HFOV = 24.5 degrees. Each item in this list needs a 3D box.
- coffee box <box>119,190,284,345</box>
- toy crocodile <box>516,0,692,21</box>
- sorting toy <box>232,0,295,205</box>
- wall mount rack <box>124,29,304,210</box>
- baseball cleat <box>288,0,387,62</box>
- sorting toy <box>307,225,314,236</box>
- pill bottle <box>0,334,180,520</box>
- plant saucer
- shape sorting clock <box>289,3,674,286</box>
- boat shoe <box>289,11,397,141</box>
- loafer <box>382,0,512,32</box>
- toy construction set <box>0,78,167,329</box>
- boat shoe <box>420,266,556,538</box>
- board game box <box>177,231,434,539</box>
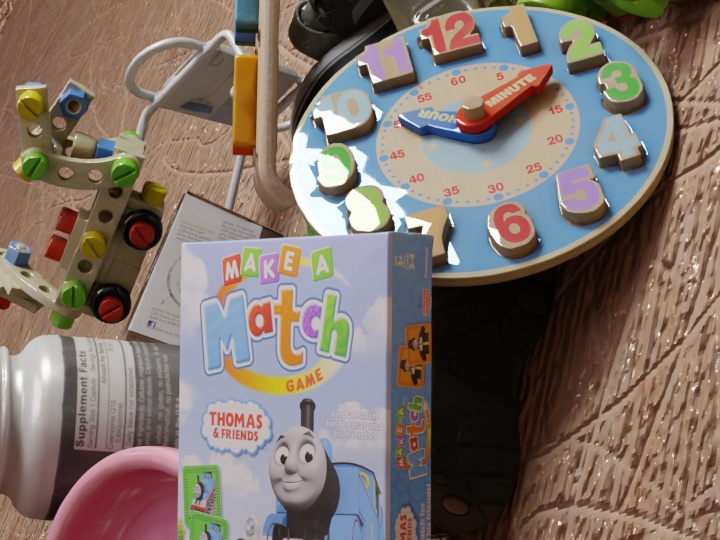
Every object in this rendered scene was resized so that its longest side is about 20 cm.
[{"bbox_3d":[-0.134,0.060,1.188,0.114,0.079,0.201,135,157,-70],"label":"coffee box"},{"bbox_3d":[0.146,-0.164,0.903,0.200,0.062,0.068,1,64,61],"label":"toy crocodile"},{"bbox_3d":[-0.068,-0.140,1.072,0.185,0.036,0.201,-171,77,-85],"label":"sorting toy"},{"bbox_3d":[-0.107,-0.098,1.262,0.174,0.200,0.075,-42,59,26],"label":"wall mount rack"},{"bbox_3d":[-0.016,-0.196,1.125,0.106,0.200,0.070,-33,56,10],"label":"baseball cleat"},{"bbox_3d":[0.000,0.000,0.976,0.185,0.036,0.201,-8,73,64],"label":"sorting toy"},{"bbox_3d":[-0.156,0.099,1.029,0.113,0.199,0.114,-175,90,-74],"label":"pill bottle"},{"bbox_3d":[-0.104,0.199,0.927,0.200,0.051,0.202,-4,84,43],"label":"plant saucer"},{"bbox_3d":[0.060,-0.071,0.851,0.199,0.039,0.201,-9,42,9],"label":"shape sorting clock"},{"bbox_3d":[0.020,-0.126,1.128,0.200,0.070,0.066,-36,32,33],"label":"boat shoe"},{"bbox_3d":[0.058,-0.159,1.024,0.076,0.067,0.201,-24,50,25],"label":"loafer"},{"bbox_3d":[-0.213,-0.034,1.191,0.092,0.131,0.200,-89,24,-53],"label":"toy construction set"},{"bbox_3d":[0.044,0.044,0.850,0.074,0.075,0.201,-36,32,53],"label":"boat shoe"},{"bbox_3d":[-0.030,0.084,0.806,0.151,0.036,0.201,-2,86,45],"label":"board game box"}]
